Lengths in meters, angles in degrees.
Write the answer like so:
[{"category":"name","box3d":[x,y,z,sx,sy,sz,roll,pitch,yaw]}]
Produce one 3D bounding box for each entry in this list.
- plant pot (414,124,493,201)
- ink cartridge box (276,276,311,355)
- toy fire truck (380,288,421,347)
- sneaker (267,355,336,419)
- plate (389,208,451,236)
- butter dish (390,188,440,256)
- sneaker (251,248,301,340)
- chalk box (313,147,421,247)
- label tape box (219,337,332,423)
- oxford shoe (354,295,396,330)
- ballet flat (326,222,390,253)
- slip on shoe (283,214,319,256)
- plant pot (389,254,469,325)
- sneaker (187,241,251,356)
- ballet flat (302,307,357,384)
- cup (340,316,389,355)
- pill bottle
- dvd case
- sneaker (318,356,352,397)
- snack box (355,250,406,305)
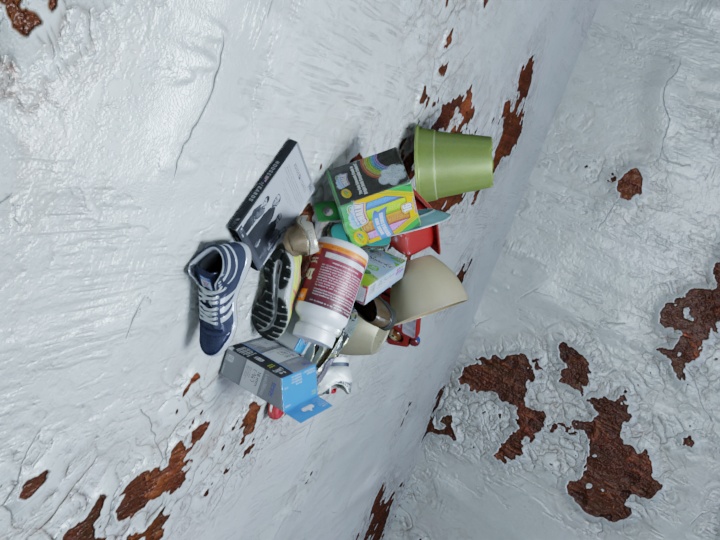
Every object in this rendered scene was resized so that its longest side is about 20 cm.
[{"category":"plant pot","box3d":[0.234,-0.263,1.764,0.200,0.186,0.204,-1,90,-79]},{"category":"ink cartridge box","box3d":[-0.111,0.112,1.577,0.147,0.083,0.200,-63,160,-7]},{"category":"toy fire truck","box3d":[0.093,0.150,2.010,0.112,0.166,0.202,-51,155,-32]},{"category":"sneaker","box3d":[-0.127,0.281,1.683,0.201,0.114,0.079,-57,159,-21]},{"category":"plate","box3d":[0.098,-0.106,1.542,0.200,0.197,0.026,-31,110,-57]},{"category":"butter dish","box3d":[0.090,-0.113,1.735,0.147,0.200,0.201,-36,154,-9]},{"category":"sneaker","box3d":[-0.153,0.046,1.412,0.090,0.077,0.203,-38,149,-63]},{"category":"chalk box","box3d":[0.006,-0.139,1.446,0.197,0.126,0.125,-19,135,1]},{"category":"label tape box","box3d":[-0.156,0.210,1.408,0.144,0.198,0.064,-9,123,-66]},{"category":"oxford shoe","box3d":[-0.003,0.058,1.645,0.084,0.199,0.073,21,104,-51]},{"category":"ballet flat","box3d":[-0.017,-0.066,1.622,0.198,0.074,0.075,5,111,-44]},{"category":"slip on shoe","box3d":[-0.117,-0.059,1.347,0.200,0.060,0.077,-132,-153,-78]},{"category":"plant pot","box3d":[0.154,0.040,1.760,0.200,0.198,0.137,-2,73,-68]},{"category":"sneaker","box3d":[-0.246,0.048,1.183,0.108,0.069,0.203,1,106,-73]},{"category":"ballet flat","box3d":[-0.072,0.153,1.513,0.202,0.071,0.072,-59,159,-17]},{"category":"cup","box3d":[-0.006,0.131,1.779,0.201,0.142,0.202,-52,156,-33]},{"category":"pill bottle","box3d":[-0.064,0.045,1.422,0.113,0.111,0.203,49,58,-68]},{"category":"dvd case","box3d":[-0.156,-0.116,1.292,0.202,0.024,0.151,-59,159,-20]},{"category":"sneaker","box3d":[-0.116,0.242,1.578,0.077,0.196,0.082,112,-28,-72]},{"category":"snack box","box3d":[0.000,0.000,1.644,0.199,0.141,0.054,-31,140,-56]}]
